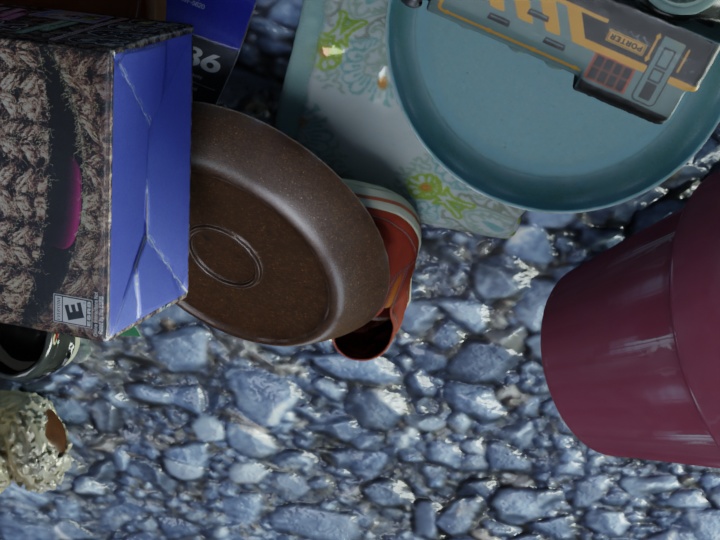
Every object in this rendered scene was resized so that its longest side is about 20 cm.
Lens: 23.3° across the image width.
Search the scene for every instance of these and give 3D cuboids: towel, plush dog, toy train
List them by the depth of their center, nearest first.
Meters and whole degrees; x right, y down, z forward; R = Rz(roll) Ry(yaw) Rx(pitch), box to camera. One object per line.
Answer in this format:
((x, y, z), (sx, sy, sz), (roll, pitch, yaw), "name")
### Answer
((0.107, -0.157, 0.906), (0.200, 0.085, 0.114), (22, 125, -3), "toy train")
((0.038, -0.106, 1.056), (0.171, 0.048, 0.200), (14, 135, -4), "towel")
((-0.334, 0.148, 1.281), (0.160, 0.172, 0.200), (-22, 128, 28), "plush dog")

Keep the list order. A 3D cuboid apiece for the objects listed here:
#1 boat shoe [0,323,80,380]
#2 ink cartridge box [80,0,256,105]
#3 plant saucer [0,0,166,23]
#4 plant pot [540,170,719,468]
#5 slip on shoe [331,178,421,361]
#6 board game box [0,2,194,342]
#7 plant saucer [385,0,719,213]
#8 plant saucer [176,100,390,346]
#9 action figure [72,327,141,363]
((-0.233, -0.028, 1.088), (0.074, 0.063, 0.202), (-20, 91, 8), "boat shoe")
((-0.134, -0.123, 1.074), (0.099, 0.039, 0.200), (20, 134, -10), "ink cartridge box")
((-0.201, -0.177, 1.003), (0.200, 0.032, 0.201), (13, 126, 18), "plant saucer")
((0.219, 0.041, 1.089), (0.179, 0.200, 0.200), (-15, 133, 44), "plant pot")
((0.000, 0.000, 1.120), (0.074, 0.061, 0.200), (9, 154, 7), "slip on shoe")
((-0.203, -0.063, 0.972), (0.200, 0.097, 0.160), (9, 107, 20), "board game box")
((0.113, -0.132, 0.971), (0.200, 0.027, 0.201), (0, 101, -3), "plant saucer")
((-0.078, -0.018, 1.077), (0.200, 0.035, 0.200), (21, 144, 16), "plant saucer")
((-0.234, -0.022, 1.184), (0.118, 0.055, 0.200), (-2, 130, 15), "action figure")
